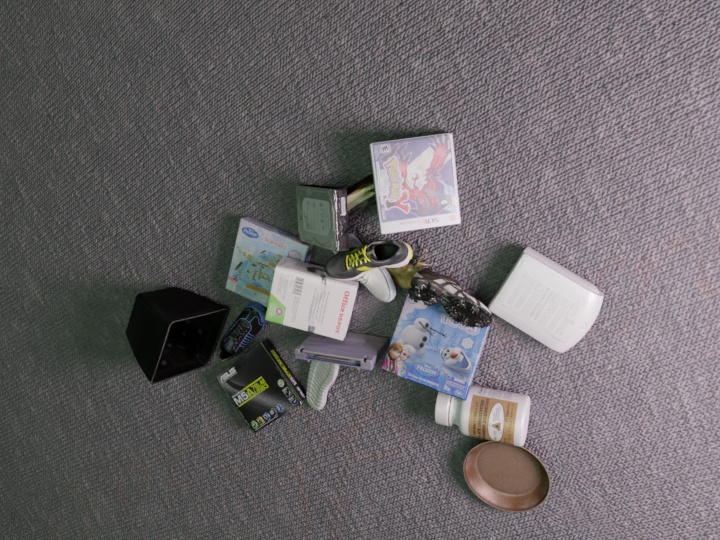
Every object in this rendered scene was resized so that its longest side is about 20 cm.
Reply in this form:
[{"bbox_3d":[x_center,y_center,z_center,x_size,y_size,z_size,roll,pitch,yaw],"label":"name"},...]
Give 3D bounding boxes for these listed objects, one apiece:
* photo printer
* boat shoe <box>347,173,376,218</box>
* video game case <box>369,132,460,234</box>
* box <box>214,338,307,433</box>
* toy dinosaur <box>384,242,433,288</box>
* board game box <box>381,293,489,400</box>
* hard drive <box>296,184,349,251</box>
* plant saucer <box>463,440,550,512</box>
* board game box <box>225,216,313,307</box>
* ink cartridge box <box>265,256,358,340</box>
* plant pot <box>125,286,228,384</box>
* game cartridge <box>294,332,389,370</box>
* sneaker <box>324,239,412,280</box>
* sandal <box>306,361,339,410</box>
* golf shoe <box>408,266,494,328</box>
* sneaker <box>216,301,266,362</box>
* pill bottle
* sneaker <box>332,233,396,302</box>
[{"bbox_3d":[0.396,0.067,1.265,0.200,0.069,0.167,32,113,12],"label":"photo printer"},{"bbox_3d":[0.031,-0.181,1.363,0.200,0.073,0.065,-24,117,18],"label":"boat shoe"},{"bbox_3d":[0.121,-0.188,1.301,0.182,0.023,0.201,-8,100,-3],"label":"video game case"},{"bbox_3d":[-0.270,0.315,1.615,0.200,0.048,0.193,-35,90,25],"label":"box"},{"bbox_3d":[0.097,-0.010,1.378,0.200,0.058,0.101,12,108,20],"label":"toy dinosaur"},{"bbox_3d":[0.173,0.164,1.348,0.200,0.043,0.199,17,79,18],"label":"board game box"},{"bbox_3d":[-0.091,-0.125,1.376,0.200,0.038,0.140,20,115,58],"label":"hard drive"},{"bbox_3d":[0.342,0.473,1.394,0.200,0.037,0.201,9,115,21],"label":"plant saucer"},{"bbox_3d":[-0.234,-0.010,1.523,0.200,0.041,0.200,23,111,15],"label":"board game box"},{"bbox_3d":[-0.115,0.067,1.443,0.199,0.084,0.146,15,109,1],"label":"ink cartridge box"},{"bbox_3d":[-0.512,0.154,1.604,0.177,0.200,0.200,34,114,23],"label":"plant pot"},{"bbox_3d":[-0.043,0.189,1.444,0.200,0.130,0.038,6,107,22],"label":"game cartridge"},{"bbox_3d":[0.011,-0.033,1.312,0.200,0.085,0.075,-15,75,10],"label":"sneaker"},{"bbox_3d":[-0.094,0.273,1.534,0.082,0.050,0.203,41,128,25],"label":"sandal"},{"bbox_3d":[0.207,0.052,1.309,0.200,0.095,0.078,28,134,-1],"label":"golf shoe"},{"bbox_3d":[-0.314,0.167,1.564,0.070,0.078,0.200,38,124,5],"label":"sneaker"},{"bbox_3d":[0.276,0.322,1.353,0.200,0.114,0.115,7,105,21],"label":"pill bottle"},{"bbox_3d":[0.000,0.000,1.393,0.200,0.071,0.073,49,133,19],"label":"sneaker"}]
